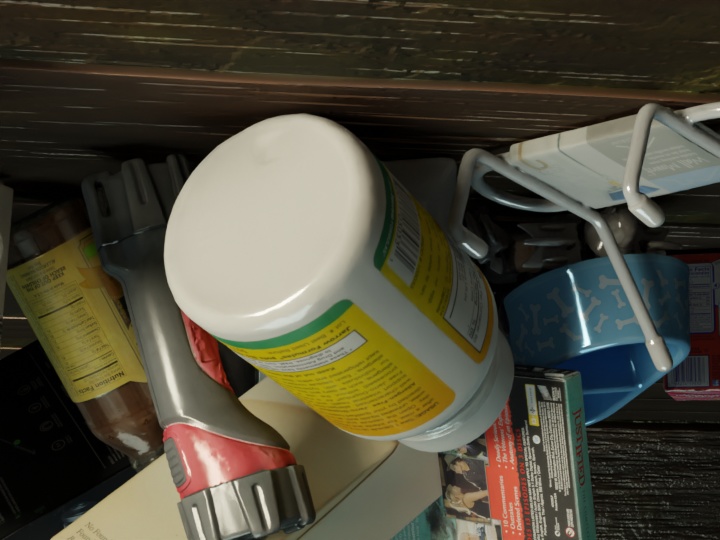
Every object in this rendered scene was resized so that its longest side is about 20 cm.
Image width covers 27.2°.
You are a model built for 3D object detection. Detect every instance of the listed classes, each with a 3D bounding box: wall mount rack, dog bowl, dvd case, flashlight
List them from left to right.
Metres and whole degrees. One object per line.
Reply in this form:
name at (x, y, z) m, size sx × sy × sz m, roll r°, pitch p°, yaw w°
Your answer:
flashlight at (-0.080, 0.041, 0.758) m, size 0.068 × 0.201 × 0.068 m, roll -19°, pitch 168°, yaw 15°
dvd case at (0.050, 0.121, 0.890) m, size 0.200 × 0.146 × 0.022 m, roll 2°, pitch -164°, yaw 40°
dog bowl at (0.128, 0.052, 0.900) m, size 0.111 × 0.050 × 0.200 m, roll -2°, pitch 156°, yaw -19°
wall mount rack at (0.145, -0.015, 0.728) m, size 0.174 × 0.075 × 0.200 m, roll 25°, pitch 159°, yaw -34°

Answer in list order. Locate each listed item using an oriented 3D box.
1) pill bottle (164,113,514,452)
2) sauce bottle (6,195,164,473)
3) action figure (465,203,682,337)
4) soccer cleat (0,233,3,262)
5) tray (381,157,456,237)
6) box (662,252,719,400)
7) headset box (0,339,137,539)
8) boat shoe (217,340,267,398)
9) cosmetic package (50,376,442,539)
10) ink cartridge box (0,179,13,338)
pill bottle at (0.001, 0.018, 0.740) m, size 0.113 × 0.113 × 0.200 m, roll -5°, pitch 153°, yaw 29°
sauce bottle at (-0.146, 0.055, 0.878) m, size 0.065 × 0.200 × 0.065 m, roll -25°, pitch -167°, yaw 6°
action figure at (0.107, -0.004, 0.908) m, size 0.130 × 0.070 × 0.200 m, roll 12°, pitch 155°, yaw -25°
soccer cleat at (-0.251, -0.004, 0.615) m, size 0.199 × 0.070 × 0.086 m, roll 2°, pitch 172°, yaw -24°
tray at (0.000, 0.000, 0.848) m, size 0.107 × 0.022 × 0.200 m, roll -5°, pitch 152°, yaw -1°
box at (0.317, 0.040, 1.056) m, size 0.199 × 0.100 × 0.095 m, roll -3°, pitch 170°, yaw 17°
headset box at (-0.225, 0.148, 0.981) m, size 0.200 × 0.093 × 0.174 m, roll -30°, pitch -142°, yaw -16°
boat shoe at (-0.088, 0.101, 0.948) m, size 0.074 × 0.200 × 0.060 m, roll 26°, pitch -136°, yaw 33°
cosmetic package at (-0.059, 0.138, 0.830) m, size 0.103 × 0.073 × 0.200 m, roll 29°, pitch -127°, yaw 35°
ink cartridge box at (-0.276, 0.044, 0.800) m, size 0.146 × 0.201 × 0.083 m, roll -4°, pitch 167°, yaw 22°
